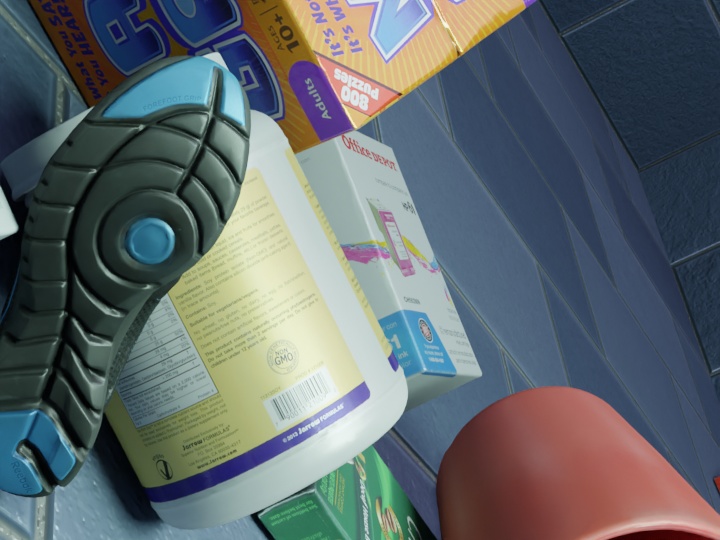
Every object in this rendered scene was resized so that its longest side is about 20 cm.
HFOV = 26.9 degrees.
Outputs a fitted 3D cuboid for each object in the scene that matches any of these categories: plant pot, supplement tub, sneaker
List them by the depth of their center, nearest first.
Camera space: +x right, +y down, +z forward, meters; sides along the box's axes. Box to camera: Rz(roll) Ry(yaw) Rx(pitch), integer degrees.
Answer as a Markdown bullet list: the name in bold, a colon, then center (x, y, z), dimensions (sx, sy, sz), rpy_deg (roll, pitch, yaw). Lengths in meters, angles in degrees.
- **sneaker**: center (-0.112, -0.006, 0.630), dimensions (0.073, 0.201, 0.082), rpy_deg (28, 17, -15)
- **supplement tub**: center (-0.078, 0.010, 0.750), dimensions (0.201, 0.144, 0.145), rpy_deg (63, 17, -5)
- **plant pot**: center (0.138, 0.182, 0.970), dimensions (0.201, 0.199, 0.178), rpy_deg (53, 8, -34)

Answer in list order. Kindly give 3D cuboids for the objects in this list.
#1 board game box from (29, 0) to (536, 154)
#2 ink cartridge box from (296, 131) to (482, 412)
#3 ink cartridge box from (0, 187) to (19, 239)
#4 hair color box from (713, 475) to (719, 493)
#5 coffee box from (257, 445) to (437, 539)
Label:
- **board game box**: center (-0.053, -0.185, 0.887), dimensions (0.200, 0.199, 0.201), rpy_deg (-39, 105, -40)
- **ink cartridge box**: center (0.000, 0.000, 1.113), dimensions (0.202, 0.084, 0.144), rpy_deg (67, 17, 13)
- **ink cartridge box**: center (-0.226, -0.082, 0.534), dimensions (0.202, 0.082, 0.146), rpy_deg (65, 17, 0)
- **hair color box**: center (0.698, 0.412, 2.716), dimensions (0.102, 0.061, 0.200), rpy_deg (68, 16, 16)
- **coffee box**: center (0.007, 0.177, 0.948), dimensions (0.201, 0.044, 0.123), rpy_deg (58, 17, -25)
